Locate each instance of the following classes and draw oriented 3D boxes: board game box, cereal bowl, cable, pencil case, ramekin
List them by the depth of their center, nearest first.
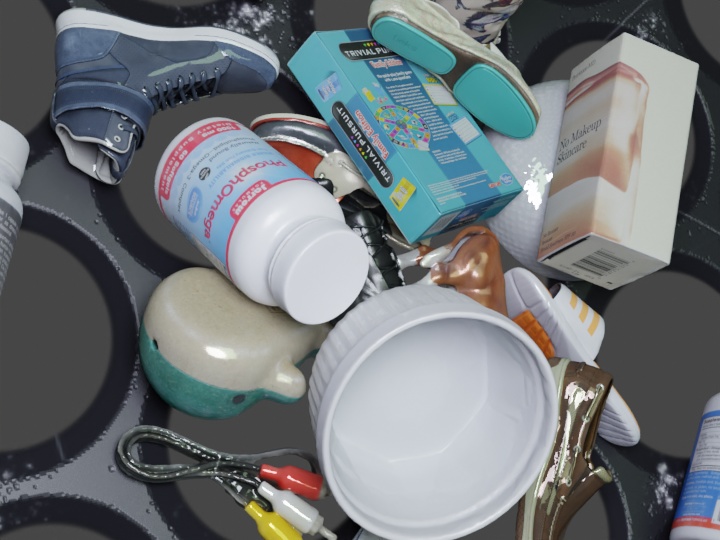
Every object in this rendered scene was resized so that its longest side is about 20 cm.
[{"bbox_3d":[0.050,0.108,1.124,0.197,0.105,0.203,-6,111,-16],"label":"ramekin"},{"bbox_3d":[-0.104,0.168,1.171,0.199,0.050,0.098,31,63,-13],"label":"cable"},{"bbox_3d":[0.043,-0.129,1.264,0.150,0.047,0.201,-17,69,-53],"label":"board game box"},{"bbox_3d":[0.122,-0.265,1.302,0.088,0.200,0.079,4,69,-18],"label":"pencil case"},{"bbox_3d":[0.213,-0.097,1.359,0.197,0.083,0.203,6,73,-20],"label":"cereal bowl"}]

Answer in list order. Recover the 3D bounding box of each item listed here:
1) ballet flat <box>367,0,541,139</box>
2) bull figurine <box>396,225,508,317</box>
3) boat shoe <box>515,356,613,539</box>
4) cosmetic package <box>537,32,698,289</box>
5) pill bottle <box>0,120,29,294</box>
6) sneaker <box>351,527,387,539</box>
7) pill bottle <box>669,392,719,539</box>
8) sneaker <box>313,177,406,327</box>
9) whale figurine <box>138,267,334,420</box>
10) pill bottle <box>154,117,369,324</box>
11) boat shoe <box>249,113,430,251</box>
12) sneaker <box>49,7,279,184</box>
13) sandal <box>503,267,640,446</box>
[{"bbox_3d":[0.096,-0.200,1.284,0.199,0.067,0.063,34,53,-19],"label":"ballet flat"},{"bbox_3d":[0.097,0.063,1.268,0.120,0.065,0.203,-8,87,-22],"label":"bull figurine"},{"bbox_3d":[0.188,0.183,1.245,0.074,0.075,0.206,8,89,19],"label":"boat shoe"},{"bbox_3d":[0.235,-0.098,1.265,0.086,0.103,0.203,20,68,-16],"label":"cosmetic package"},{"bbox_3d":[-0.331,-0.019,1.095,0.112,0.113,0.203,17,70,-17],"label":"pill bottle"},{"bbox_3d":[0.035,0.232,1.198,0.072,0.071,0.202,27,67,-13],"label":"sneaker"},{"bbox_3d":[0.373,0.185,1.329,0.111,0.112,0.202,28,66,-13],"label":"pill bottle"},{"bbox_3d":[0.000,0.000,1.203,0.200,0.091,0.076,42,25,15],"label":"sneaker"},{"bbox_3d":[-0.098,0.067,1.184,0.198,0.105,0.159,-3,40,-44],"label":"whale figurine"},{"bbox_3d":[-0.081,-0.040,1.151,0.108,0.110,0.200,-21,39,-28],"label":"pill bottle"},{"bbox_3d":[-0.015,-0.080,1.268,0.198,0.071,0.063,24,63,-21],"label":"boat shoe"},{"bbox_3d":[-0.171,-0.141,1.207,0.199,0.077,0.148,6,62,-11],"label":"sneaker"},{"bbox_3d":[0.206,0.073,1.316,0.059,0.079,0.208,-42,102,-28],"label":"sandal"}]
